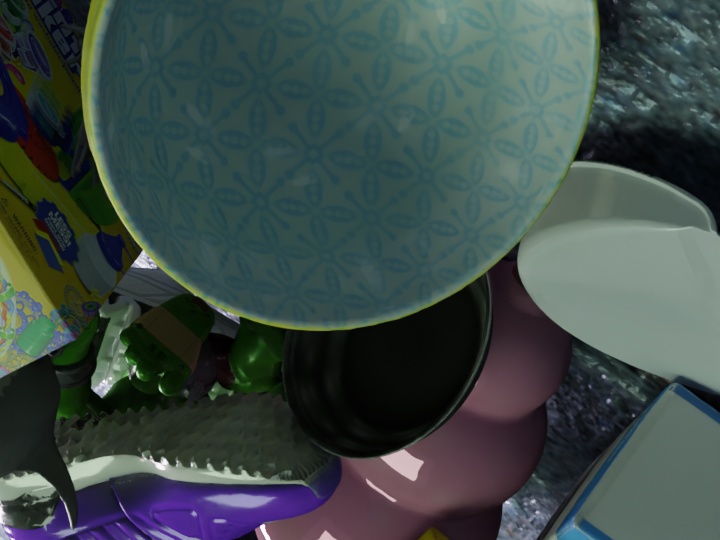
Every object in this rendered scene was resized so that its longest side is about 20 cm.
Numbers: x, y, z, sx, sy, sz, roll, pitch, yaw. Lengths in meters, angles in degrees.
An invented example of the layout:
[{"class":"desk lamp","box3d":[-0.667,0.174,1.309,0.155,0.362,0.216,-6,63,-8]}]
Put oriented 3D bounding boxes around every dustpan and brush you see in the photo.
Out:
[{"class":"dustpan and brush","box3d":[0.094,-0.011,1.036,0.200,0.057,0.140,10,150,32]}]

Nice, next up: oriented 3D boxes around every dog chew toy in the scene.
[{"class":"dog chew toy","box3d":[0.031,0.075,1.135,0.124,0.125,0.200,36,122,3]}]

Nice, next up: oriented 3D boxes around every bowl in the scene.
[{"class":"bowl","box3d":[-0.019,-0.087,0.929,0.200,0.200,0.108,52,177,-26]}]

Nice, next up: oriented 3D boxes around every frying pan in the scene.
[{"class":"frying pan","box3d":[-0.008,0.015,1.089,0.031,0.115,0.190,29,-177,-45]}]

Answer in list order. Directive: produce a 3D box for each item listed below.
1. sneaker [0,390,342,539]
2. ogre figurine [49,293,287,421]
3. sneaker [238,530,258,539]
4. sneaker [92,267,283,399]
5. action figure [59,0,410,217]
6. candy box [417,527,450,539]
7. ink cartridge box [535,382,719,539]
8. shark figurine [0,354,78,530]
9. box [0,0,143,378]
[{"class":"sneaker","box3d":[-0.084,0.118,1.128,0.200,0.070,0.100,-6,112,35]},{"class":"ogre figurine","box3d":[-0.088,0.062,1.223,0.098,0.200,0.120,58,135,21]},{"class":"sneaker","box3d":[-0.045,0.145,1.267,0.108,0.200,0.070,2,115,23]},{"class":"sneaker","box3d":[-0.093,0.040,1.315,0.200,0.081,0.075,24,121,-10]},{"class":"action figure","box3d":[-0.043,-0.066,1.030,0.200,0.130,0.069,27,-177,12]},{"class":"candy box","box3d":[0.065,0.209,1.145,0.200,0.102,0.026,39,-167,-29]},{"class":"ink cartridge box","box3d":[0.160,0.143,1.112,0.145,0.084,0.200,36,165,4]},{"class":"shark figurine","box3d":[-0.166,0.091,1.054,0.128,0.214,0.090,-25,105,31]},{"class":"box","box3d":[-0.200,-0.061,1.067,0.122,0.193,0.200,-27,104,17]}]
